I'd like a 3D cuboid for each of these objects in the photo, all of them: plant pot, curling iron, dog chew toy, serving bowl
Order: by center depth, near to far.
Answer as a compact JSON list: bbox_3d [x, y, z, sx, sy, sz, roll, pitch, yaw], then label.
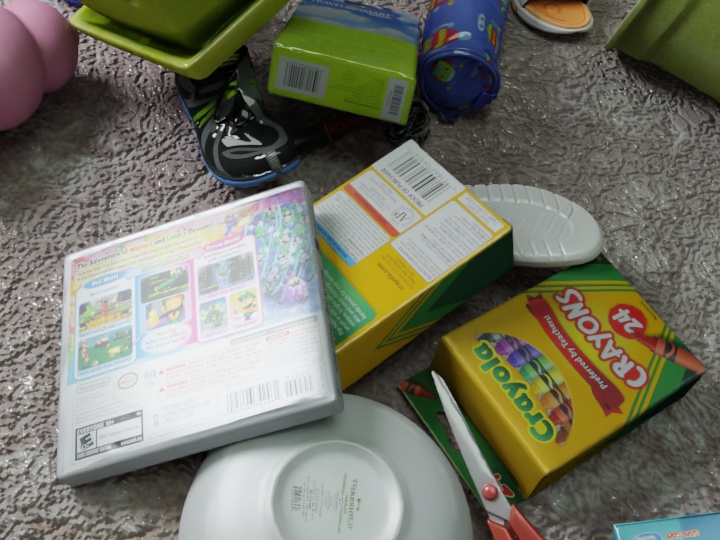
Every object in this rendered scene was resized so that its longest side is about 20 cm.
[{"bbox_3d":[-0.019,0.162,0.580,0.198,0.066,0.202,4,55,-6],"label":"serving bowl"},{"bbox_3d":[-0.152,-0.277,0.699,0.199,0.182,0.199,26,64,36],"label":"plant pot"},{"bbox_3d":[-0.317,-0.162,0.728,0.124,0.125,0.200,39,50,18],"label":"dog chew toy"},{"bbox_3d":[-0.022,-0.118,0.798,0.198,0.026,0.050,-16,57,-19],"label":"curling iron"},{"bbox_3d":[0.373,-0.243,0.867,0.184,0.201,0.201,39,57,4],"label":"plant pot"}]

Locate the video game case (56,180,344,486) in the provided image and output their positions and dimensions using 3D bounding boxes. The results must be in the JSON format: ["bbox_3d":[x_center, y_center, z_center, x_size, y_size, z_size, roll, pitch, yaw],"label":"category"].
[{"bbox_3d":[-0.118,0.040,0.629,0.198,0.024,0.183,-17,56,9],"label":"video game case"}]

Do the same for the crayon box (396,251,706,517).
[{"bbox_3d":[0.143,0.081,0.673,0.199,0.051,0.127,-26,64,-24],"label":"crayon box"}]

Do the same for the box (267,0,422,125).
[{"bbox_3d":[-0.008,-0.198,0.808,0.121,0.048,0.200,13,29,-2],"label":"box"}]

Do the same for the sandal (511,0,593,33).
[{"bbox_3d":[0.189,-0.338,0.967,0.078,0.059,0.208,-10,58,-16],"label":"sandal"}]

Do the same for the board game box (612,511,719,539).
[{"bbox_3d":[0.250,0.251,0.546,0.150,0.047,0.201,-10,55,9],"label":"board game box"}]

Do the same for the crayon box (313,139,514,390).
[{"bbox_3d":[0.000,0.000,0.675,0.199,0.052,0.126,-34,55,-14],"label":"crayon box"}]

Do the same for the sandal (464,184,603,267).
[{"bbox_3d":[0.098,-0.031,0.746,0.201,0.050,0.083,7,52,13],"label":"sandal"}]

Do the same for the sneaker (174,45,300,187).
[{"bbox_3d":[-0.115,-0.143,0.754,0.070,0.083,0.200,-23,53,-15],"label":"sneaker"}]

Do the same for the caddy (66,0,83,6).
[{"bbox_3d":[-0.227,-0.330,0.867,0.198,0.105,0.143,-1,77,-13],"label":"caddy"}]

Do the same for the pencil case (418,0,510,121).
[{"bbox_3d":[0.107,-0.239,0.872,0.087,0.078,0.201,31,50,-24],"label":"pencil case"}]

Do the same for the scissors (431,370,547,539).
[{"bbox_3d":[0.088,0.164,0.603,0.073,0.014,0.200,-41,72,3],"label":"scissors"}]
